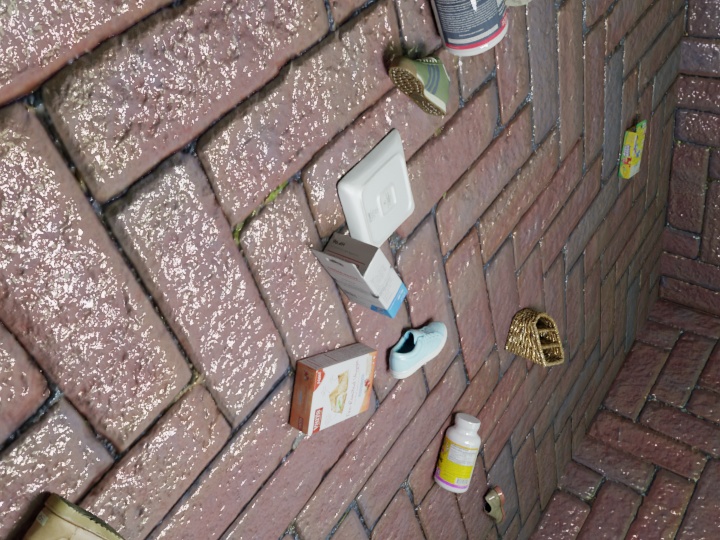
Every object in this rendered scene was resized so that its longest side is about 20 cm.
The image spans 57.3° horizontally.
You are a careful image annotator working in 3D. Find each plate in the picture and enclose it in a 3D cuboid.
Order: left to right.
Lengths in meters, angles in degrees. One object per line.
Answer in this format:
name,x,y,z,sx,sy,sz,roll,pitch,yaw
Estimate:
plate,0.044,-0.143,1.314,0.200,0.032,0.203,-46,139,-31

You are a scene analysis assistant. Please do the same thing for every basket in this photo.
basket,0.574,0.209,2.098,0.198,0.147,0.147,6,101,-53

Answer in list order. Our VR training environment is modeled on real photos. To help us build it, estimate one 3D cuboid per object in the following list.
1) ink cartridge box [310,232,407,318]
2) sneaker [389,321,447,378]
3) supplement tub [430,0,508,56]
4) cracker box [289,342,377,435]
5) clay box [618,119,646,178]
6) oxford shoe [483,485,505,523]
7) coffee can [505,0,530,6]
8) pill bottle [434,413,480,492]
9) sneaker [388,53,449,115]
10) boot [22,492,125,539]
ink cartridge box,0.000,0.000,1.247,0.069,0.114,0.201,-58,144,-17
sneaker,0.140,0.168,1.553,0.199,0.073,0.084,-41,138,-37
supplement tub,0.200,-0.531,1.254,0.142,0.138,0.202,-54,142,-22
cracker box,-0.052,0.236,1.336,0.198,0.057,0.138,-9,112,-51
clay box,1.032,-0.464,2.497,0.114,0.047,0.205,-28,125,-44
oxford shoe,0.464,0.836,2.326,0.073,0.071,0.204,-22,129,-14
coffee can,0.352,-0.685,1.383,0.202,0.144,0.147,-57,142,-18
pill bottle,0.282,0.518,1.881,0.103,0.103,0.206,6,101,-54
sneaker,0.121,-0.385,1.285,0.199,0.066,0.092,26,77,-55
boot,-0.434,0.430,0.905,0.202,0.065,0.176,-55,130,-22
